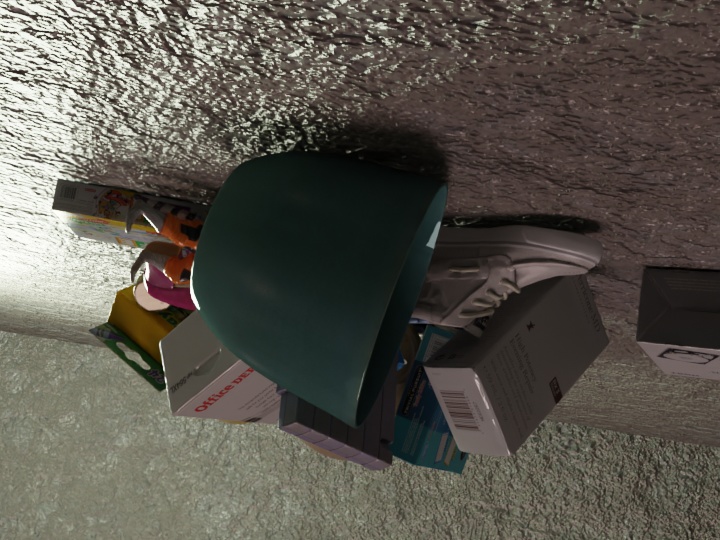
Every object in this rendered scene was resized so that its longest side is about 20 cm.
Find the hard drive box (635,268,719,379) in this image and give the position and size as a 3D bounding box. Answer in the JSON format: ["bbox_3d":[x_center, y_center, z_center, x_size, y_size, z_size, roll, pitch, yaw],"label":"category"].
[{"bbox_3d":[0.380,0.062,1.014,0.153,0.079,0.199,4,168,27],"label":"hard drive box"}]

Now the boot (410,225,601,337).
[{"bbox_3d":[0.122,0.014,0.902,0.197,0.098,0.073,1,167,35],"label":"boot"}]

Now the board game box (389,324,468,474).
[{"bbox_3d":[0.103,0.162,1.192,0.046,0.154,0.200,18,173,24],"label":"board game box"}]

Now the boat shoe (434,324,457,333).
[{"bbox_3d":[0.176,0.055,1.164,0.196,0.074,0.062,0,163,17],"label":"boat shoe"}]

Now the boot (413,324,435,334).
[{"bbox_3d":[0.134,0.068,1.246,0.094,0.075,0.198,10,172,-44],"label":"boot"}]

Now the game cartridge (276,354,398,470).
[{"bbox_3d":[-0.017,0.067,0.907,0.128,0.204,0.038,28,143,-34],"label":"game cartridge"}]

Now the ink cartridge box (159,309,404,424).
[{"bbox_3d":[-0.078,0.084,0.979,0.198,0.086,0.145,15,138,-45],"label":"ink cartridge box"}]

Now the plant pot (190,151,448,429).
[{"bbox_3d":[-0.038,-0.001,0.777,0.158,0.204,0.201,21,170,8],"label":"plant pot"}]

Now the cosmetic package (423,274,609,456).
[{"bbox_3d":[0.157,0.081,0.962,0.073,0.103,0.199,-4,-153,48],"label":"cosmetic package"}]

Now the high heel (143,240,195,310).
[{"bbox_3d":[-0.150,0.030,1.094,0.196,0.068,0.096,13,150,2],"label":"high heel"}]

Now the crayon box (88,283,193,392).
[{"bbox_3d":[-0.222,0.062,1.229,0.125,0.052,0.199,36,-150,16],"label":"crayon box"}]

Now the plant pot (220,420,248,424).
[{"bbox_3d":[-0.180,0.126,1.589,0.197,0.204,0.141,18,141,-37],"label":"plant pot"}]

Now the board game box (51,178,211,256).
[{"bbox_3d":[-0.224,-0.050,1.079,0.195,0.035,0.135,10,169,-3],"label":"board game box"}]

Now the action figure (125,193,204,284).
[{"bbox_3d":[-0.130,-0.044,0.956,0.189,0.106,0.202,2,139,-10],"label":"action figure"}]

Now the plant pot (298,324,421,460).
[{"bbox_3d":[0.004,0.115,1.196,0.196,0.204,0.135,13,154,-16],"label":"plant pot"}]

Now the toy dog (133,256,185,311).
[{"bbox_3d":[-0.173,0.010,1.193,0.196,0.133,0.097,10,131,-27],"label":"toy dog"}]
